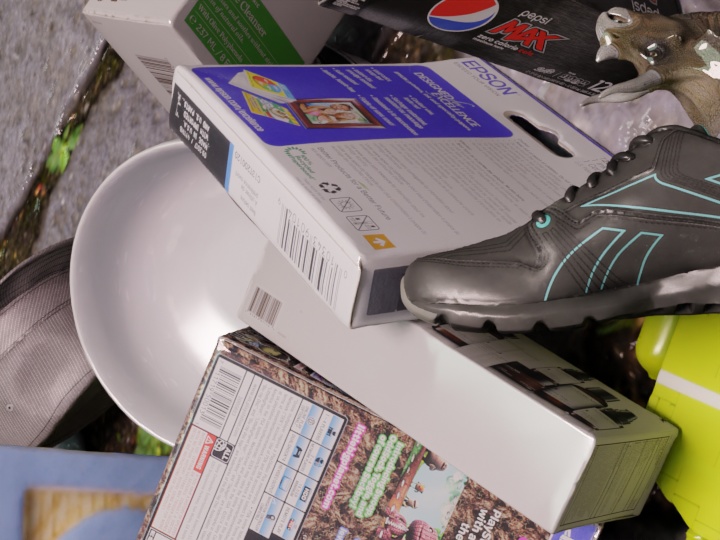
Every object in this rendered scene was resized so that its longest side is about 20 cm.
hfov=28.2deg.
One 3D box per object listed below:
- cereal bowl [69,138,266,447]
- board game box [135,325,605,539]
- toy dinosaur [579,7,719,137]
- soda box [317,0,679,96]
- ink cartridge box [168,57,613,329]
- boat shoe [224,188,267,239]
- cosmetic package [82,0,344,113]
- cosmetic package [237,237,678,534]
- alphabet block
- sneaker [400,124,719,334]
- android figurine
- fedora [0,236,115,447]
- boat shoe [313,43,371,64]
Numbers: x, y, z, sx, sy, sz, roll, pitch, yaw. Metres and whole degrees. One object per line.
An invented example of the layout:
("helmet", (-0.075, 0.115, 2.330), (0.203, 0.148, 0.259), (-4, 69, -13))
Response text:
("cereal bowl", (-0.076, 0.012, 0.891), (0.199, 0.083, 0.201), (5, 103, 24))
("board game box", (0.002, 0.139, 0.708), (0.199, 0.097, 0.160), (26, 101, 12))
("toy dinosaur", (0.205, -0.094, 0.613), (0.199, 0.077, 0.103), (12, 78, 28))
("soda box", (0.069, -0.145, 0.688), (0.063, 0.199, 0.071), (-26, 63, 42))
("ink cartridge box", (0.032, -0.050, 0.727), (0.198, 0.199, 0.044), (46, 134, 45))
("boat shoe", (0.000, 0.000, 0.778), (0.200, 0.057, 0.067), (43, 111, 8))
("cosmetic package", (-0.060, -0.192, 0.855), (0.085, 0.108, 0.201), (16, 67, 41))
("cosmetic package", (0.042, 0.046, 0.671), (0.200, 0.082, 0.051), (32, 105, 34))
("alphabet block", (-0.215, 0.228, 0.955), (0.199, 0.195, 0.198), (-16, 68, 46))
("sneaker", (0.114, -0.016, 0.596), (0.199, 0.075, 0.080), (-7, 88, 8))
("android figurine", (0.194, 0.043, 0.624), (0.182, 0.041, 0.201), (22, 97, 48))
("fedora", (-0.231, 0.075, 1.055), (0.090, 0.177, 0.200), (46, 113, 10))
("boat shoe", (-0.066, -0.132, 0.946), (0.199, 0.068, 0.074), (37, 110, 47))
